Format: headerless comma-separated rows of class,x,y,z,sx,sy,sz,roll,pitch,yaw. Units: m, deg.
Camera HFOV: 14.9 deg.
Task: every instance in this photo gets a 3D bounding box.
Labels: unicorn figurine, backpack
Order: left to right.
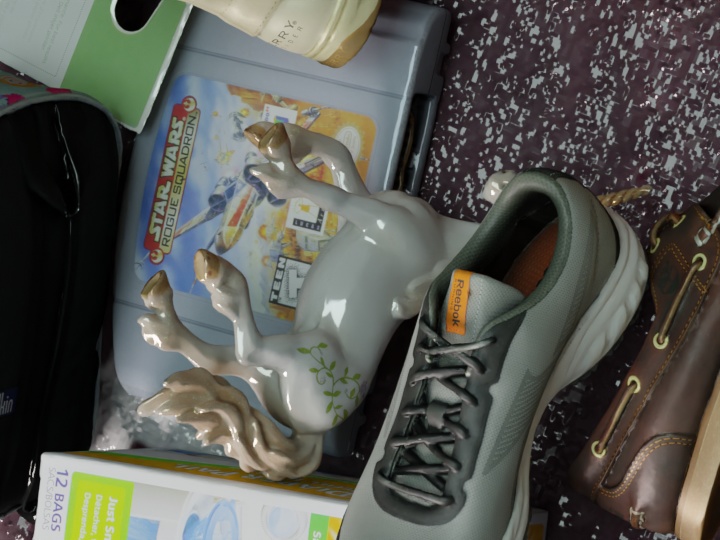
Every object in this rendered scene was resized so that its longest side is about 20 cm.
backpack,-0.189,0.004,1.207,0.150,0.177,0.201,23,111,23
unicorn figurine,0.000,0.000,1.147,0.137,0.074,0.200,37,90,-18

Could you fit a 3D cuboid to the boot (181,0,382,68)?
boot,-0.056,-0.198,1.160,0.073,0.155,0.201,159,123,-67

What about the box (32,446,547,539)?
box,-0.033,0.142,1.172,0.199,0.101,0.113,8,92,26

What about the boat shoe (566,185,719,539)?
boat shoe,0.141,0.010,1.109,0.070,0.070,0.201,24,98,21

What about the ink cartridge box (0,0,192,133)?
ink cartridge box,-0.141,-0.164,1.271,0.200,0.048,0.146,27,100,24

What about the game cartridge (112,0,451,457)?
game cartridge,-0.041,-0.030,1.222,0.133,0.042,0.201,14,94,22

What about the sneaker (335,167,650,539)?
sneaker,0.038,0.049,1.064,0.074,0.079,0.201,17,71,34
